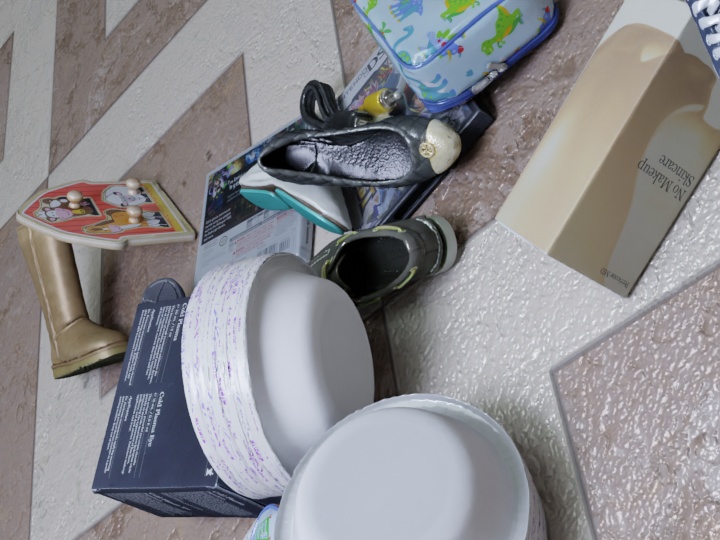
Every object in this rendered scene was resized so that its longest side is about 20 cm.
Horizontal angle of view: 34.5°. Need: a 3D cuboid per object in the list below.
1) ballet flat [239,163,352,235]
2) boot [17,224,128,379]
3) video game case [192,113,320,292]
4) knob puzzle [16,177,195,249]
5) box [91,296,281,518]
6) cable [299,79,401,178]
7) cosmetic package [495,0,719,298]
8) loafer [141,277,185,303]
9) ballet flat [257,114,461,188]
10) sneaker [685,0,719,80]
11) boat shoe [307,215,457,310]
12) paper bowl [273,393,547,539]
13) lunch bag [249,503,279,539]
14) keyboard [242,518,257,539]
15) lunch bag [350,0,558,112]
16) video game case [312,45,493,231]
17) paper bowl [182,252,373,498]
[{"bbox_3d":[-0.061,-0.088,1.183,0.199,0.069,0.070,21,87,56],"label":"ballet flat"},{"bbox_3d":[-0.363,0.026,1.448,0.174,0.066,0.203,-17,85,45],"label":"boot"},{"bbox_3d":[-0.119,-0.063,1.309,0.199,0.023,0.185,-25,53,43],"label":"video game case"},{"bbox_3d":[-0.324,-0.080,1.433,0.220,0.216,0.031,45,134,52],"label":"knob puzzle"},{"bbox_3d":[-0.148,0.133,1.140,0.180,0.104,0.203,-9,60,39],"label":"box"},{"bbox_3d":[-0.012,-0.142,1.179,0.200,0.050,0.099,-150,68,-65],"label":"cable"},{"bbox_3d":[0.199,-0.093,0.858,0.202,0.104,0.071,-61,37,9],"label":"cosmetic package"},{"bbox_3d":[-0.200,0.107,1.297,0.071,0.063,0.203,-18,62,11],"label":"loafer"},{"bbox_3d":[-0.002,-0.103,1.074,0.197,0.057,0.068,-4,105,22],"label":"ballet flat"},{"bbox_3d":[0.203,-0.148,0.627,0.070,0.108,0.203,-30,44,39],"label":"sneaker"},{"bbox_3d":[-0.001,-0.003,1.079,0.200,0.060,0.073,-20,84,44],"label":"boat shoe"},{"bbox_3d":[0.031,0.183,0.850,0.198,0.105,0.203,-13,49,16],"label":"paper bowl"},{"bbox_3d":[-0.036,0.291,0.965,0.199,0.075,0.163,9,80,52],"label":"lunch bag"},{"bbox_3d":[-0.073,0.227,1.099,0.201,0.011,0.056,-57,37,11],"label":"keyboard"},{"bbox_3d":[0.086,-0.253,1.087,0.160,0.083,0.201,-38,42,6],"label":"lunch bag"},{"bbox_3d":[0.033,-0.144,1.160,0.181,0.025,0.201,-48,40,22],"label":"video game case"},{"bbox_3d":[-0.058,0.086,0.985,0.103,0.201,0.204,-11,59,21],"label":"paper bowl"}]
